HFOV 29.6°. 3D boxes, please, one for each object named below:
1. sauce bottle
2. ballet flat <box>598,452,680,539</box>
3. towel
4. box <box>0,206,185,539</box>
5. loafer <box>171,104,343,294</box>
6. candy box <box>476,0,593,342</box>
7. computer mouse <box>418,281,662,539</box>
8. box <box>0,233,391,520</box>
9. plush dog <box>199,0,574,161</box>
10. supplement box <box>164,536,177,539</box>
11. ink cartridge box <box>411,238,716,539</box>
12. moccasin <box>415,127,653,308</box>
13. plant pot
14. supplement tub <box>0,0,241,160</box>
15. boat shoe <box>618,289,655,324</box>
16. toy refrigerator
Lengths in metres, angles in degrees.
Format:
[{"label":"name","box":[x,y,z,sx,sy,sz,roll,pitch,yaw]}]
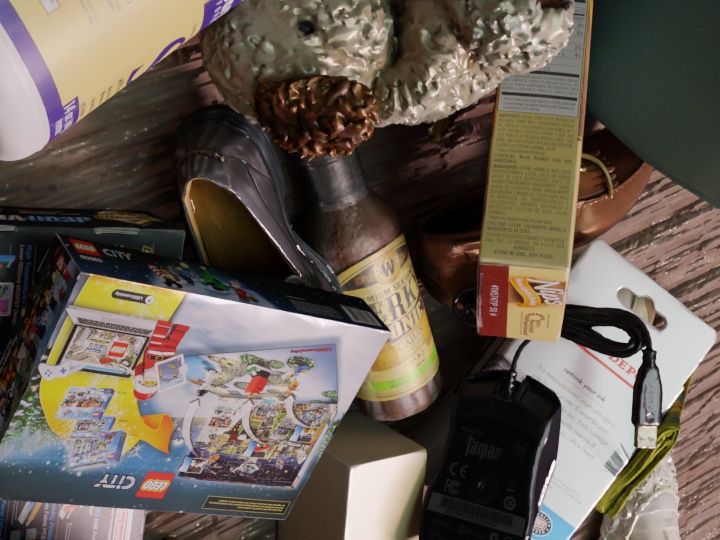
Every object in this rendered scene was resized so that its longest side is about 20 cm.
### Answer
[{"label":"sauce bottle","box":[0.000,0.000,0.848,0.065,0.065,0.200,-33,122,-25]},{"label":"ballet flat","box":[0.223,0.237,1.099,0.072,0.072,0.200,20,92,-40]},{"label":"towel","box":[0.218,0.104,0.991,0.086,0.018,0.200,-54,175,27]},{"label":"box","box":[-0.185,0.066,0.738,0.159,0.046,0.201,0,105,-38]},{"label":"loafer","box":[-0.060,0.007,0.785,0.073,0.072,0.200,-17,118,17]},{"label":"candy box","box":[0.106,-0.070,0.826,0.115,0.055,0.200,81,16,-66]},{"label":"computer mouse","box":[0.117,0.111,0.860,0.046,0.140,0.201,24,74,-69]},{"label":"box","box":[-0.095,0.064,0.728,0.200,0.038,0.137,13,114,-40]},{"label":"plush dog","box":[-0.007,-0.129,0.749,0.171,0.200,0.161,-12,139,-26]},{"label":"supplement box","box":[-0.094,0.269,0.864,0.069,0.066,0.200,-34,123,-27]},{"label":"ink cartridge box","box":[0.134,0.087,0.931,0.116,0.068,0.200,38,89,-7]},{"label":"moccasin","box":[0.120,-0.054,0.923,0.201,0.074,0.078,-27,128,-17]},{"label":"plant pot","box":[0.257,-0.119,0.888,0.141,0.200,0.141,0,132,-39]},{"label":"supplement tub","box":[-0.131,-0.162,0.639,0.200,0.145,0.146,-40,125,-20]},{"label":"boat shoe","box":[0.148,0.097,1.000,0.065,0.072,0.200,23,96,-4]},{"label":"toy refrigerator","box":[-0.008,0.202,0.901,0.070,0.076,0.201,-6,108,-36]}]
